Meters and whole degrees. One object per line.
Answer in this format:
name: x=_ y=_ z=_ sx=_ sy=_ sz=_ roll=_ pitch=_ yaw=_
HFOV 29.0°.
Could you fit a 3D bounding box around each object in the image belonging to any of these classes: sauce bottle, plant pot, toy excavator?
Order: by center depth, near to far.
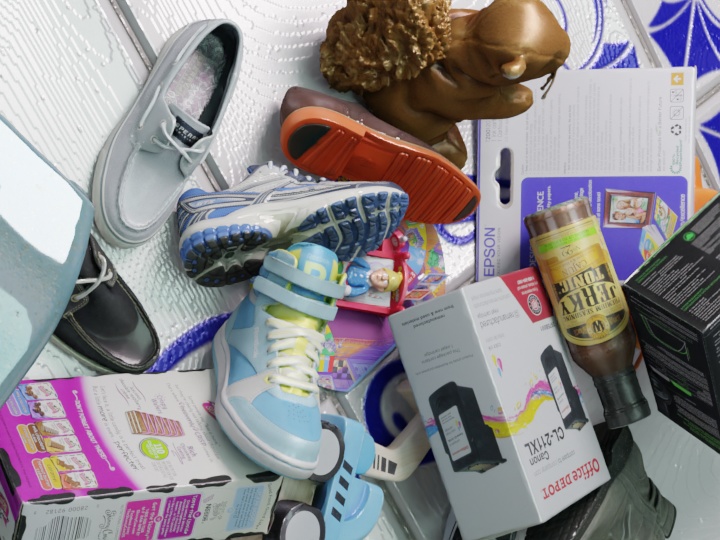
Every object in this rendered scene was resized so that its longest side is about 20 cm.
plant pot: x=-0.286 y=-0.007 z=0.901 sx=0.196 sy=0.195 sz=0.200 roll=45 pitch=73 yaw=-15
toy excavator: x=-0.010 y=0.163 z=1.149 sx=0.199 sy=0.099 sz=0.196 roll=28 pitch=71 yaw=-41
sauce bottle: x=0.204 y=0.037 z=1.216 sx=0.064 sy=0.065 sz=0.202 roll=-20 pitch=88 yaw=-31

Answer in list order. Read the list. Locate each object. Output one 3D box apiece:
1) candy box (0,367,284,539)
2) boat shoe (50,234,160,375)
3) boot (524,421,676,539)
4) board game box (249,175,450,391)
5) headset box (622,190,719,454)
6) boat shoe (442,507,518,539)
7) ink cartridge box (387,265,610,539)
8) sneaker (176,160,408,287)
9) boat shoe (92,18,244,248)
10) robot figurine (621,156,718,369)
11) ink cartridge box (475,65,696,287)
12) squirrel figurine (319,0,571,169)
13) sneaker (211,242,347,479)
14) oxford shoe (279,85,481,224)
candy box: x=-0.173 y=0.138 z=1.012 sx=0.198 sy=0.137 sz=0.061 roll=-2 pitch=123 yaw=-30
boat shoe: x=-0.219 y=0.003 z=1.039 sx=0.072 sy=0.067 sz=0.201 roll=-47 pitch=111 yaw=-27
boot: x=0.232 y=0.240 z=1.273 sx=0.131 sy=0.067 sz=0.200 roll=57 pitch=44 yaw=-14
board game box: x=0.000 y=0.000 z=1.187 sx=0.200 sy=0.039 sz=0.159 roll=-42 pitch=107 yaw=-28
headset box: x=0.336 y=0.041 z=1.212 sx=0.174 sy=0.093 sz=0.201 roll=-41 pitch=136 yaw=-14
boat shoe: x=0.099 y=0.261 z=1.210 sx=0.074 sy=0.068 sz=0.200 roll=45 pitch=65 yaw=-20
ink cartridge box: x=0.121 y=0.111 z=1.184 sx=0.145 sy=0.082 sz=0.202 roll=-14 pitch=83 yaw=-56
sneaker: x=-0.057 y=-0.055 z=1.125 sx=0.198 sy=0.077 sz=0.086 roll=-10 pitch=52 yaw=-21
boat shoe: x=-0.148 y=-0.113 z=1.088 sx=0.070 sy=0.071 sz=0.202 roll=30 pitch=71 yaw=-26
robot figurine: x=0.291 y=-0.007 z=1.325 sx=0.143 sy=0.116 sz=0.202 roll=0 pitch=85 yaw=-41
ink cartridge box: x=0.205 y=-0.085 z=1.270 sx=0.198 sy=0.043 sz=0.201 roll=1 pitch=88 yaw=14
squirrel figurine: x=0.071 y=-0.186 z=1.161 sx=0.199 sy=0.186 sz=0.143 roll=18 pitch=77 yaw=-29
sneaker: x=-0.052 y=0.054 z=1.037 sx=0.079 sy=0.200 sz=0.131 roll=21 pitch=111 yaw=-27
oxford shoe: x=0.020 y=-0.103 z=1.185 sx=0.199 sy=0.071 sz=0.073 roll=26 pitch=33 yaw=-29
